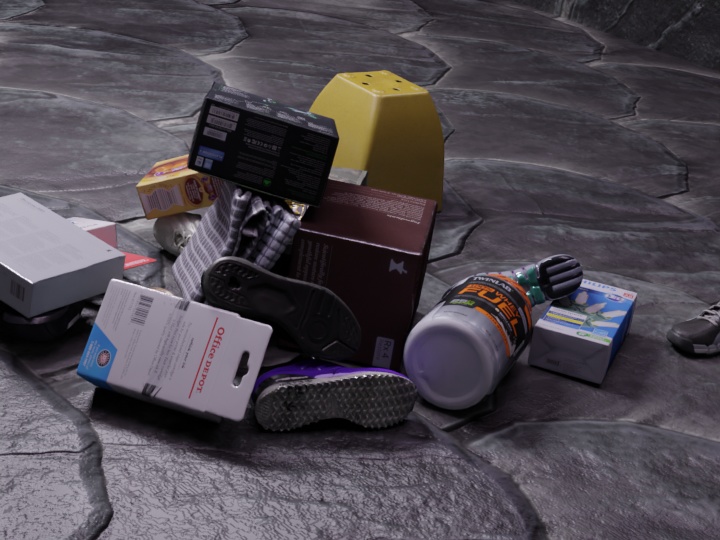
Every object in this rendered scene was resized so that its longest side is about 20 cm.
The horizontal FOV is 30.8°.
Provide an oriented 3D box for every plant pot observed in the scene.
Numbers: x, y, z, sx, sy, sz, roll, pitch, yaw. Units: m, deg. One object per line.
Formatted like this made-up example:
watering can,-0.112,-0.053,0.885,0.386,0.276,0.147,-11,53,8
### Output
plant pot,0.022,-0.214,2.141,0.193,0.202,0.195,-10,31,-38

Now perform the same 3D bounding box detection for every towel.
towel,-0.164,-0.032,1.640,0.085,0.166,0.200,32,7,-18

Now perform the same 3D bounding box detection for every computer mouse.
computer mouse,-0.349,0.052,1.598,0.139,0.047,0.200,1,14,0

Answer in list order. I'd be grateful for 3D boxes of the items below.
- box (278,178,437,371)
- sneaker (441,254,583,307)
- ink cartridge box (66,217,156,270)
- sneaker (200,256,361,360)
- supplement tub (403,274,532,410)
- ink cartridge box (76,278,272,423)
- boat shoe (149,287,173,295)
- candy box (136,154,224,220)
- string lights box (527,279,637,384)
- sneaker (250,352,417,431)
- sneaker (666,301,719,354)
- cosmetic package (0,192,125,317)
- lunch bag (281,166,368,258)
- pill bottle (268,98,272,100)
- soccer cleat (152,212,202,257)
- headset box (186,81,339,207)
box,0.000,0.000,1.696,0.162,0.168,0.200,12,23,4
sneaker,0.210,0.030,1.800,0.198,0.075,0.087,-14,0,12
ink cartridge box,-0.396,-0.023,1.703,0.175,0.045,0.199,10,19,40
sneaker,-0.096,0.043,1.513,0.198,0.077,0.114,22,-7,-14
supplement tub,0.140,0.081,1.624,0.121,0.124,0.200,17,25,17
ink cartridge box,-0.199,0.096,1.458,0.198,0.117,0.068,16,-14,13
boat shoe,-0.232,0.063,1.593,0.071,0.066,0.200,1,25,-18
candy box,-0.203,-0.133,1.841,0.198,0.057,0.117,-13,20,13
string lights box,0.303,0.077,1.772,0.102,0.060,0.200,15,24,17
sneaker,-0.035,0.130,1.514,0.198,0.070,0.100,1,23,-20
sneaker,0.517,0.047,1.850,0.198,0.117,0.075,-8,29,-34
cosmetic package,-0.408,-0.023,1.588,0.199,0.052,0.150,28,30,28
lunch bag,-0.085,-0.078,1.899,0.162,0.119,0.200,6,25,9
pill bottle,-0.189,-0.225,2.194,0.110,0.113,0.200,13,24,9
soccer cleat,-0.216,-0.027,1.802,0.198,0.070,0.077,24,33,24
headset box,-0.123,-0.165,1.665,0.172,0.094,0.200,16,13,-8
